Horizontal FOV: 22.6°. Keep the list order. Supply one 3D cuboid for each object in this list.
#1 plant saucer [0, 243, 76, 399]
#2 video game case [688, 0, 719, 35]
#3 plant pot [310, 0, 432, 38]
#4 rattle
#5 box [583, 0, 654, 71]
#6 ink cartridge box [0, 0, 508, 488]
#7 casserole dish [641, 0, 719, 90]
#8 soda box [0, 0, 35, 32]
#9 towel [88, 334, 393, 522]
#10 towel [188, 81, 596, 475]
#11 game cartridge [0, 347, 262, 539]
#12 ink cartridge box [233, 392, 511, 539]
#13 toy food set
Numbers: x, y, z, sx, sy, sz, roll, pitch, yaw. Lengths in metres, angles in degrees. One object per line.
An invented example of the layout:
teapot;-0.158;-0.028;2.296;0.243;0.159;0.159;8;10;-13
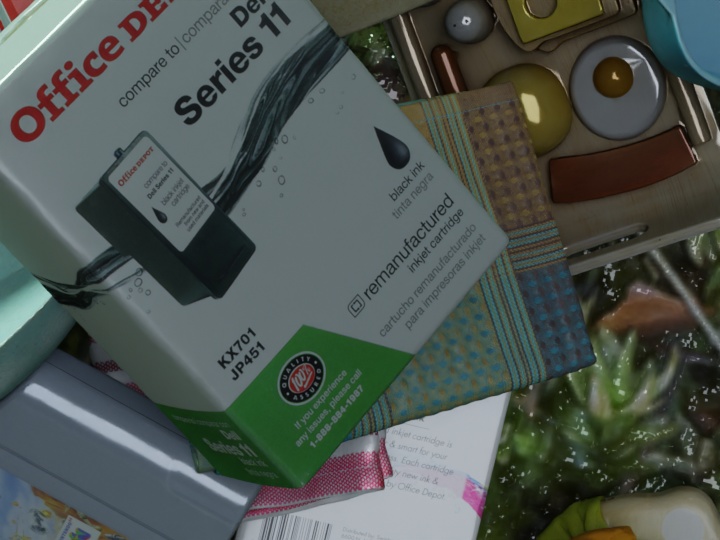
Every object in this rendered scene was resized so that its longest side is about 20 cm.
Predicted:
plant saucer;-0.182;0.025;0.823;0.201;0.201;0.039;-38;116;-5
video game case;0.215;-0.177;0.891;0.200;0.022;0.182;43;64;-21
plant pot;-0.036;-0.200;0.787;0.187;0.187;0.200;-22;98;-6
rattle;0.150;0.213;0.877;0.130;0.143;0.200;-10;90;-4
box;0.139;-0.191;0.923;0.122;0.048;0.200;-31;93;-3
ink cartridge box;-0.060;-0.033;0.729;0.200;0.083;0.147;48;70;-19
casserole dish;0.199;-0.136;0.841;0.200;0.039;0.121;0;84;-33
soda box;-0.149;-0.161;0.810;0.070;0.063;0.200;-25;78;-10
towel;-0.068;0.020;0.861;0.146;0.030;0.200;-14;78;20
towel;0.000;0.000;0.820;0.200;0.022;0.147;-14;86;-21
game cartridge;-0.145;0.136;0.846;0.133;0.042;0.200;27;120;-7
ink cartridge box;0.008;0.084;0.895;0.115;0.068;0.200;14;89;-2
toy food set;0.087;-0.097;0.882;0.143;0.060;0.200;-19;96;18
